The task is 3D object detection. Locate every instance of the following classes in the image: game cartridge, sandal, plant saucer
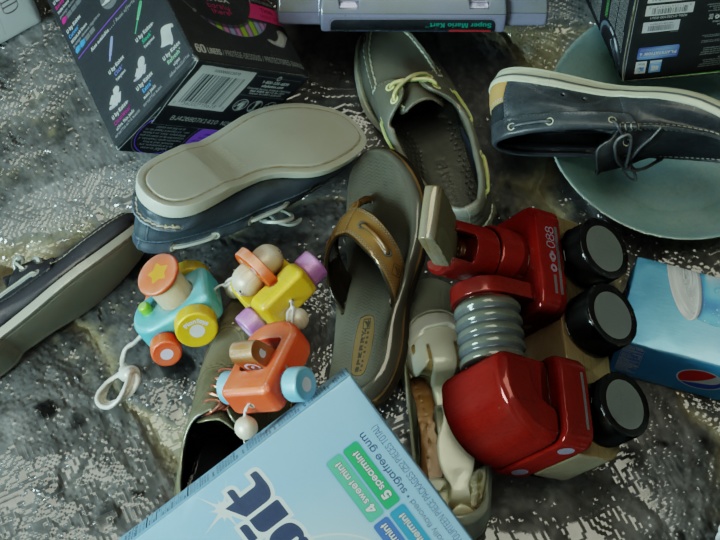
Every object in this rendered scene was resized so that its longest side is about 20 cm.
[{"bbox_3d":[0.036,-0.210,1.204,0.199,0.039,0.130,0,26,-2],"label":"game cartridge"},{"bbox_3d":[0.000,0.000,1.127,0.055,0.082,0.201,25,67,-38],"label":"sandal"},{"bbox_3d":[0.237,-0.107,1.199,0.200,0.039,0.202,0,67,0],"label":"plant saucer"}]

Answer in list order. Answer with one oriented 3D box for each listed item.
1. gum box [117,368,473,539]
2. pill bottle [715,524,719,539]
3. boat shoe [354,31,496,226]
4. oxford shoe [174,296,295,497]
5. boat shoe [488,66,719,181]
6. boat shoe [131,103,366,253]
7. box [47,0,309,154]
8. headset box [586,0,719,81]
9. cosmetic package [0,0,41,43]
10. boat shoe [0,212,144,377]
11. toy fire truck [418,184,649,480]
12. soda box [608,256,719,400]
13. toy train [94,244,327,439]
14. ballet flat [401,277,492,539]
[{"bbox_3d":[-0.038,0.191,1.010,0.200,0.045,0.170,-36,95,-3],"label":"gum box"},{"bbox_3d":[0.222,0.247,1.001,0.111,0.111,0.200,35,70,14],"label":"pill bottle"},{"bbox_3d":[0.049,-0.113,1.189,0.072,0.060,0.202,-18,67,-8],"label":"boat shoe"},{"bbox_3d":[-0.084,0.095,1.088,0.070,0.075,0.201,6,66,4],"label":"oxford shoe"},{"bbox_3d":[0.187,-0.098,1.136,0.199,0.075,0.062,11,71,10],"label":"boat shoe"},{"bbox_3d":[-0.079,-0.063,1.138,0.075,0.062,0.200,41,46,22],"label":"boat shoe"},{"bbox_3d":[-0.146,-0.194,1.175,0.122,0.106,0.200,1,55,-50],"label":"box"},{"bbox_3d":[0.256,-0.249,1.201,0.174,0.093,0.200,-7,49,-9],"label":"headset box"},{"bbox_3d":[-0.378,-0.241,1.190,0.200,0.165,0.165,-31,70,-12],"label":"cosmetic package"},{"bbox_3d":[-0.238,0.014,1.128,0.200,0.073,0.063,-39,75,-11],"label":"boat shoe"},{"bbox_3d":[0.090,0.031,1.035,0.200,0.129,0.177,14,60,-32],"label":"toy fire truck"},{"bbox_3d":[0.280,0.056,1.113,0.199,0.064,0.068,15,67,6],"label":"soda box"},{"bbox_3d":[-0.103,0.038,1.065,0.200,0.056,0.150,-2,46,40],"label":"toy train"},{"bbox_3d":[0.062,0.088,1.098,0.067,0.064,0.201,-4,66,-1],"label":"ballet flat"}]
